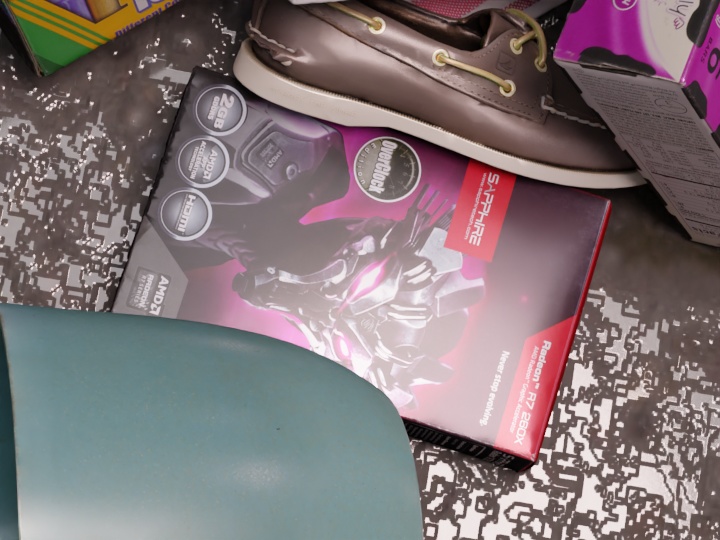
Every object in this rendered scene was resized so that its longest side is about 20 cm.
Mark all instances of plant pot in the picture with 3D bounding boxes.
[{"bbox_3d":[-0.066,0.112,0.848,0.161,0.201,0.201,-1,79,-15],"label":"plant pot"}]

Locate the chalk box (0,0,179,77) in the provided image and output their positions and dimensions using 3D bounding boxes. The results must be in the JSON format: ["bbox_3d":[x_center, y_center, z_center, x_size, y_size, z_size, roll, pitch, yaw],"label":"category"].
[{"bbox_3d":[-0.132,-0.202,0.877,0.124,0.200,0.125,-31,63,-10],"label":"chalk box"}]

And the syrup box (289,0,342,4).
[{"bbox_3d":[0.044,-0.169,0.886,0.200,0.082,0.079,-10,39,-31],"label":"syrup box"}]

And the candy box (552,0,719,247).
[{"bbox_3d":[0.161,-0.102,0.897,0.061,0.200,0.137,16,78,29],"label":"candy box"}]

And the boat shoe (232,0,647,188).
[{"bbox_3d":[0.047,-0.088,0.935,0.200,0.072,0.060,14,113,-10],"label":"boat shoe"}]

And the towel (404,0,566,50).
[{"bbox_3d":[0.037,-0.205,0.992,0.146,0.030,0.200,-34,84,-9],"label":"towel"}]

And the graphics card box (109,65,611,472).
[{"bbox_3d":[0.000,0.000,0.941,0.200,0.051,0.126,18,79,0],"label":"graphics card box"}]
